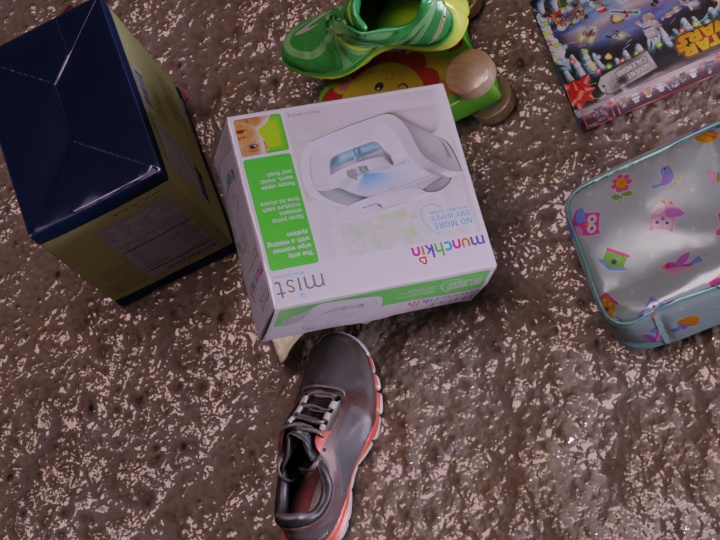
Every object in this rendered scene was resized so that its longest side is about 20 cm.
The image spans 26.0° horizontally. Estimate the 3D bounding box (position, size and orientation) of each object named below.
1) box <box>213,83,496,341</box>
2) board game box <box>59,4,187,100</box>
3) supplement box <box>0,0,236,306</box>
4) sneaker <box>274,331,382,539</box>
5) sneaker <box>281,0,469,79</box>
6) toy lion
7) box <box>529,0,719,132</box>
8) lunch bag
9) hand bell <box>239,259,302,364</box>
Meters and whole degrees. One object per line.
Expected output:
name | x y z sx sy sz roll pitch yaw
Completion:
box | -0.008 -0.049 1.342 0.199 0.097 0.178 -10 72 -15
board game box | -0.280 -0.196 1.642 0.200 0.019 0.103 38 81 32
supplement box | -0.234 -0.106 1.460 0.134 0.200 0.201 -25 65 7
sneaker | -0.032 0.139 1.339 0.077 0.082 0.201 -2 64 20
sneaker | 0.004 -0.235 1.453 0.199 0.083 0.075 -10 65 33
toy lion | 0.040 -0.183 1.493 0.191 0.069 0.201 -24 58 17
box | 0.270 -0.227 1.432 0.199 0.040 0.138 -23 60 9
lunch bag | 0.280 -0.036 1.310 0.199 0.077 0.161 -23 57 9
hand bell | 0.000 0.000 1.411 0.199 0.104 0.105 -22 58 -5
